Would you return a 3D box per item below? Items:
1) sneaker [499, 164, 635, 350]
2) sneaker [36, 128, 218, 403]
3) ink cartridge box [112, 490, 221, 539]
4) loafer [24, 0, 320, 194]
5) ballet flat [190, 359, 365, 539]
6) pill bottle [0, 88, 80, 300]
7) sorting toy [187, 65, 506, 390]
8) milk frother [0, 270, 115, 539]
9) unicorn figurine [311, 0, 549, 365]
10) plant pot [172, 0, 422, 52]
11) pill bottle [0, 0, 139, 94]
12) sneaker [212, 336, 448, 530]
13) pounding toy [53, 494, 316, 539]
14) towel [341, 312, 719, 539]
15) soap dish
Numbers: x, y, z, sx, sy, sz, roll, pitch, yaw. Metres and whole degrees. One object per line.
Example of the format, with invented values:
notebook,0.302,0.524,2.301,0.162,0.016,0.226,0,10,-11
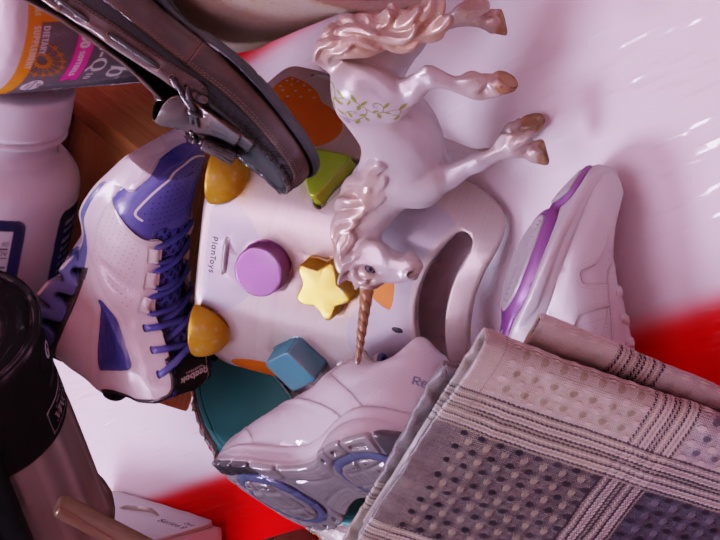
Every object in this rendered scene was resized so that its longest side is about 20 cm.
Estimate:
sneaker,0.119,0.045,1.017,0.075,0.099,0.201,-134,58,-86
sneaker,-0.127,0.013,1.177,0.115,0.081,0.200,42,129,8
ink cartridge box,-0.167,0.272,1.360,0.145,0.087,0.201,7,101,48
loafer,-0.110,-0.110,1.061,0.200,0.063,0.072,46,160,-6
ballet flat,-0.042,0.127,1.210,0.200,0.075,0.064,41,159,42
pill bottle,-0.247,-0.035,1.241,0.120,0.119,0.201,37,122,38
sorting toy,0.000,0.000,1.131,0.179,0.107,0.201,16,111,25
milk frother,-0.278,0.123,1.175,0.199,0.181,0.189,3,135,16
unicorn figurine,0.030,-0.065,1.030,0.137,0.074,0.201,-15,119,13
plant pot,-0.051,-0.213,1.076,0.183,0.199,0.202,-25,79,60
pill bottle,-0.168,-0.173,1.185,0.116,0.199,0.117,13,107,46
sneaker,-0.012,0.095,1.102,0.200,0.074,0.087,-18,40,50
pounding toy,-0.077,0.235,1.177,0.200,0.183,0.143,41,125,36
towel,0.107,0.114,0.965,0.035,0.199,0.193,-90,24,-49
soap dish,-0.155,-0.025,1.290,0.157,0.081,0.201,37,122,38
